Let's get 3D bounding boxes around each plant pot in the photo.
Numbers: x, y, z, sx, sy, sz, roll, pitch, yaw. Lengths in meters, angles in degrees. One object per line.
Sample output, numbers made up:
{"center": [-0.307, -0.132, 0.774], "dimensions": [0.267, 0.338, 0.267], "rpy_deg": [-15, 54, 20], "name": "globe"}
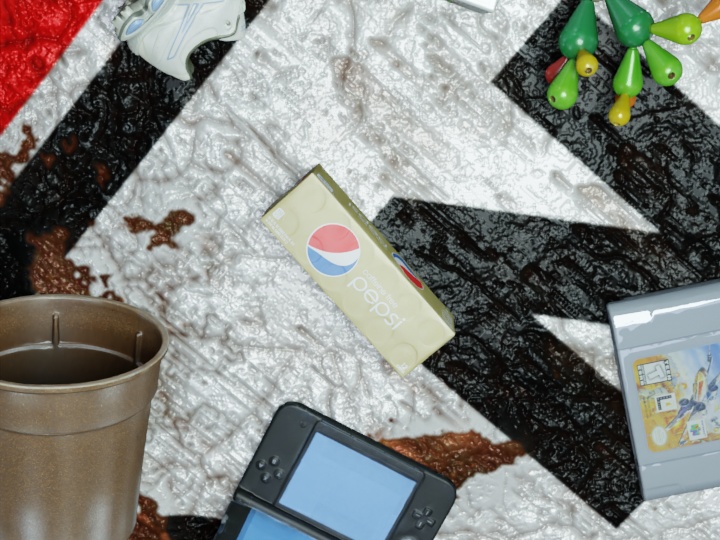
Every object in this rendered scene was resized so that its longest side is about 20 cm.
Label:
{"center": [-0.279, 0.150, 1.084], "dimensions": [0.199, 0.200, 0.199], "rpy_deg": [5, 111, 2], "name": "plant pot"}

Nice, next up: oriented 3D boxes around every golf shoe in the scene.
{"center": [-0.125, -0.257, 1.042], "dimensions": [0.200, 0.078, 0.097], "rpy_deg": [-42, 109, 18], "name": "golf shoe"}

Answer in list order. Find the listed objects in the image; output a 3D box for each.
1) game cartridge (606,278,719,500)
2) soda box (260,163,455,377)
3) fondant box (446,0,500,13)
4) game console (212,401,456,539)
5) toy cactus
{"center": [0.316, 0.114, 1.114], "dimensions": [0.132, 0.042, 0.201], "rpy_deg": [-12, 102, 10], "name": "game cartridge"}
{"center": [0.000, 0.000, 1.090], "dimensions": [0.068, 0.064, 0.200], "rpy_deg": [-40, 97, 11], "name": "soda box"}
{"center": [0.025, -0.275, 0.984], "dimensions": [0.199, 0.144, 0.059], "rpy_deg": [21, 102, -2], "name": "fondant box"}
{"center": [-0.028, 0.252, 1.122], "dimensions": [0.199, 0.118, 0.171], "rpy_deg": [27, 103, -4], "name": "game console"}
{"center": [0.229, -0.230, 1.023], "dimensions": [0.200, 0.102, 0.165], "rpy_deg": [-39, 79, 13], "name": "toy cactus"}
